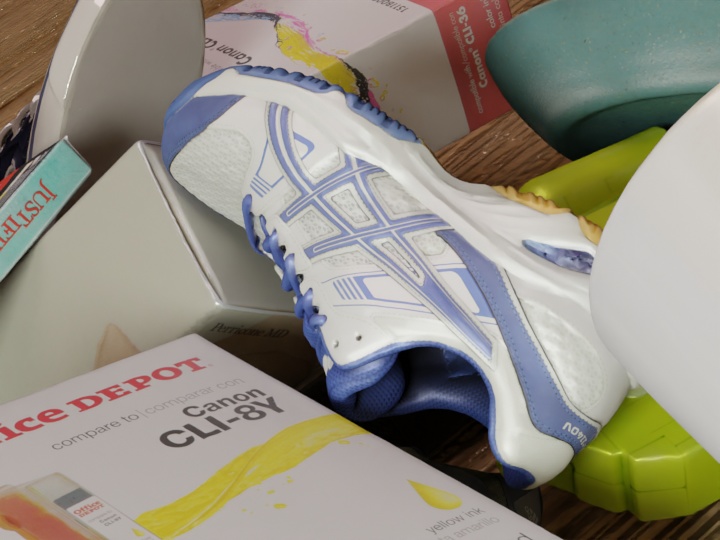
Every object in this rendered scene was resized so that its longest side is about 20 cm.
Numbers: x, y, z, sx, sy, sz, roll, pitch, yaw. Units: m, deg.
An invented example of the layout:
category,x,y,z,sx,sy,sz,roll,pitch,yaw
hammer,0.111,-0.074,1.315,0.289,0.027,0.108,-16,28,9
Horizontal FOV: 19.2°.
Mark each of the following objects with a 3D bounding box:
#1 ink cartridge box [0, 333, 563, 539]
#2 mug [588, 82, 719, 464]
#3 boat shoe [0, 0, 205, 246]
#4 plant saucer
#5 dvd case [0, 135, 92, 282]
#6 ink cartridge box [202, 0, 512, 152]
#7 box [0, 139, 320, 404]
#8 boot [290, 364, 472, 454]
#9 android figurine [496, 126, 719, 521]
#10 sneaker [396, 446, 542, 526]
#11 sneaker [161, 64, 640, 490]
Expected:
category,x,y,z,sx,sy,sz,roll,pitch,yaw
ink cartridge box,-0.042,0.107,0.634,0.145,0.084,0.200,-20,33,-40
mug,0.169,0.015,0.590,0.149,0.187,0.153,-12,48,-24
boat shoe,-0.133,-0.052,0.918,0.075,0.200,0.093,0,24,-46
plant saucer,0.148,-0.066,0.840,0.200,0.200,0.036,-8,74,39
dvd case,-0.193,0.029,0.856,0.200,0.022,0.146,-25,25,54
ink cartridge box,-0.037,-0.077,0.975,0.200,0.068,0.116,-30,30,-19
box,-0.101,0.042,0.835,0.200,0.078,0.095,-42,-28,30
boot,0.041,0.004,0.900,0.200,0.073,0.151,-34,23,2
android figurine,0.122,0.015,0.753,0.200,0.041,0.182,-24,42,-15
sneaker,-0.013,0.101,0.781,0.081,0.074,0.200,-22,15,-38
sneaker,0.000,0.000,0.712,0.200,0.075,0.088,26,70,28
